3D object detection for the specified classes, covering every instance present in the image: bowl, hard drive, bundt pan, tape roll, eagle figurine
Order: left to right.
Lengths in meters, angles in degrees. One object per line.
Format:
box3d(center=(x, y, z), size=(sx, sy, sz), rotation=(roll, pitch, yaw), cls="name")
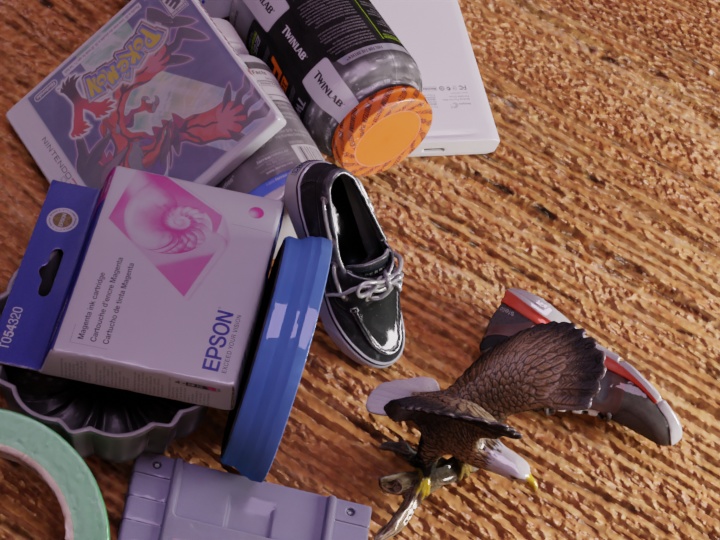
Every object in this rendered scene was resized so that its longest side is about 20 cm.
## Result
box3d(center=(-0.286, 0.202, 1.351), size=(0.199, 0.048, 0.201), rotation=(1, 77, -6), cls="tape roll")
box3d(center=(-0.199, 0.071, 1.471), size=(0.201, 0.076, 0.203), rotation=(3, 51, -4), cls="bundt pan")
box3d(center=(-0.069, 0.067, 1.452), size=(0.039, 0.201, 0.201), rotation=(16, 55, -5), cls="bowl")
box3d(center=(0.048, -0.200, 1.764), size=(0.131, 0.026, 0.201), rotation=(-3, 60, -20), cls="hard drive")
box3d(center=(0.093, 0.119, 1.470), size=(0.150, 0.200, 0.152), rotation=(14, 49, -10), cls="eagle figurine")

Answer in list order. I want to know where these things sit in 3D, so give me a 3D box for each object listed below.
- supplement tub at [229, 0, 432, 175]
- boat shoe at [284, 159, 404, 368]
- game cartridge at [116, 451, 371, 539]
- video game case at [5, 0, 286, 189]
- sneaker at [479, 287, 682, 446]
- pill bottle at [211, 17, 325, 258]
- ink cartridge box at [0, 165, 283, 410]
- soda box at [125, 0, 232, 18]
box3d(center=(-0.025, -0.189, 1.662), size=(0.122, 0.123, 0.200), rotation=(-18, 58, -27), cls="supplement tub")
box3d(center=(0.002, -0.002, 1.536), size=(0.073, 0.068, 0.200), rotation=(-31, 115, -31), cls="boat shoe")
box3d(center=(-0.094, 0.225, 1.449), size=(0.199, 0.038, 0.130), rotation=(15, 52, -9), cls="game cartridge")
box3d(center=(-0.188, -0.130, 1.567), size=(0.200, 0.023, 0.183), rotation=(-40, 69, 9), cls="video game case")
box3d(center=(0.189, 0.103, 1.609), size=(0.200, 0.077, 0.082), rotation=(37, 82, 8), cls="sneaker")
box3d(center=(-0.108, -0.117, 1.608), size=(0.113, 0.114, 0.200), rotation=(-20, 67, -27), cls="pill bottle")
box3d(center=(-0.176, 0.006, 1.453), size=(0.199, 0.043, 0.197), rotation=(12, 51, 0), cls="ink cartridge box")
box3d(center=(-0.124, -0.281, 1.721), size=(0.199, 0.069, 0.063), rotation=(-24, 27, -29), cls="soda box")
